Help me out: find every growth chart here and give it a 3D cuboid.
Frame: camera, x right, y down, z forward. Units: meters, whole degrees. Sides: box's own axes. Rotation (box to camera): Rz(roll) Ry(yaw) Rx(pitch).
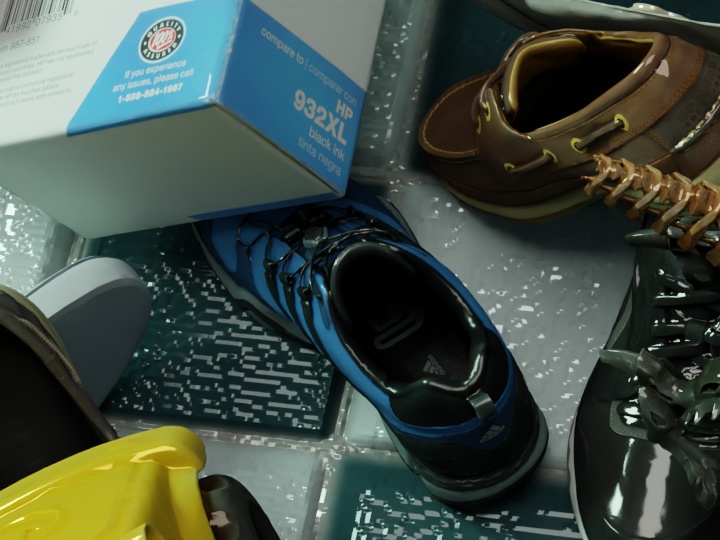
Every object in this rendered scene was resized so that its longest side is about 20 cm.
[{"bbox_3d":[0.132,-0.088,1.015,0.200,0.145,0.018,14,87,27],"label":"growth chart"}]

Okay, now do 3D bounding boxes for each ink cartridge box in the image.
[{"bbox_3d":[-0.064,-0.125,1.033,0.145,0.084,0.200,-8,60,40],"label":"ink cartridge box"}]

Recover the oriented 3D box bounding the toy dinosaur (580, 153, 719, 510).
[{"bbox_3d":[0.157,0.010,0.866,0.200,0.136,0.102,49,58,-16],"label":"toy dinosaur"}]

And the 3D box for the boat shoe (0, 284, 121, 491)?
[{"bbox_3d":[-0.105,0.095,0.940,0.074,0.073,0.200,-35,92,-5],"label":"boat shoe"}]

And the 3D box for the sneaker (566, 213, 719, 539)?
[{"bbox_3d":[0.121,0.017,0.978,0.076,0.088,0.200,9,62,15],"label":"sneaker"}]

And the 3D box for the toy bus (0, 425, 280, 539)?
[{"bbox_3d":[-0.066,0.170,0.825,0.136,0.192,0.200,-27,98,2],"label":"toy bus"}]

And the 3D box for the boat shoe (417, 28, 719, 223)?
[{"bbox_3d":[0.079,-0.064,0.991,0.072,0.068,0.200,-57,26,-15],"label":"boat shoe"}]

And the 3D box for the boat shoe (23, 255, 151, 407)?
[{"bbox_3d":[-0.177,0.055,1.024,0.202,0.075,0.086,-45,58,-6],"label":"boat shoe"}]

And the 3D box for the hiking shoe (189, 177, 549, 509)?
[{"bbox_3d":[0.000,0.000,1.010,0.074,0.087,0.200,-40,61,-14],"label":"hiking shoe"}]
